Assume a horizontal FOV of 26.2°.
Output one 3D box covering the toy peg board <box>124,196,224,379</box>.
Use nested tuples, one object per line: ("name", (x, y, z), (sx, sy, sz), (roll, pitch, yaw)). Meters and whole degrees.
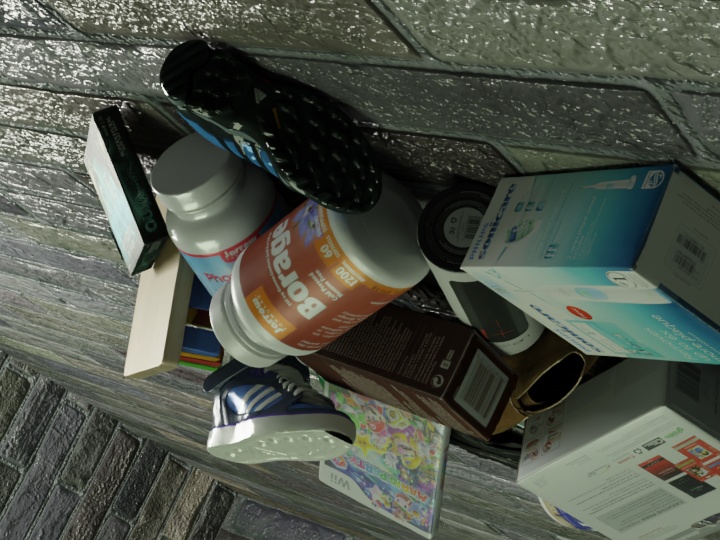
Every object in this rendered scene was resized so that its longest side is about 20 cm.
("toy peg board", (-0.164, 0.014, 1.600), (0.098, 0.200, 0.199), (11, 169, -18))

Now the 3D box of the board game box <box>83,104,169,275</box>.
("board game box", (-0.234, -0.074, 1.526), (0.135, 0.028, 0.200), (67, 165, 4))

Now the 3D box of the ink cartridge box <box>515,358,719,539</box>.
("ink cartridge box", (0.277, 0.170, 1.435), (0.176, 0.084, 0.200), (33, 137, -21))

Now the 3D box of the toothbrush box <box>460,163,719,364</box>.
("toothbrush box", (0.195, -0.002, 1.134), (0.146, 0.085, 0.200), (33, 165, -28))

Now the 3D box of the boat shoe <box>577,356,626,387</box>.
("boat shoe", (0.220, 0.099, 1.484), (0.200, 0.060, 0.072), (30, 164, -17))

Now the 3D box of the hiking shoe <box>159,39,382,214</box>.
("hiking shoe", (-0.068, -0.113, 1.234), (0.200, 0.074, 0.087), (36, 172, -2))

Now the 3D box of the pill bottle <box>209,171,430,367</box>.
("pill bottle", (-0.039, 0.005, 1.332), (0.112, 0.112, 0.200), (32, 133, -25))

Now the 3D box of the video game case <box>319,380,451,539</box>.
("video game case", (0.024, 0.166, 1.556), (0.143, 0.018, 0.200), (24, 132, 25))

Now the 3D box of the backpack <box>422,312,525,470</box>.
("backpack", (0.134, 0.126, 1.586), (0.200, 0.127, 0.167), (25, 167, 12))

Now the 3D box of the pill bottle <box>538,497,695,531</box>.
("pill bottle", (0.293, 0.234, 1.714), (0.120, 0.120, 0.200), (31, 164, -20))

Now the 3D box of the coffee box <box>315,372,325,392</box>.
("coffee box", (-0.027, 0.081, 1.624), (0.200, 0.044, 0.123), (66, 167, -16))

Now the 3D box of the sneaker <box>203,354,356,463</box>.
("sneaker", (-0.071, 0.111, 1.536), (0.081, 0.147, 0.200), (31, 151, -34))

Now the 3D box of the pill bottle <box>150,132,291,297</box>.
("pill bottle", (-0.113, -0.032, 1.447), (0.109, 0.109, 0.200), (13, 147, 39))

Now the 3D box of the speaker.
("speaker", (0.106, 0.003, 1.306), (0.081, 0.081, 0.200), (20, 164, 21))

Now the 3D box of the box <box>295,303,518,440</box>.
("box", (0.033, 0.080, 1.407), (0.200, 0.075, 0.100), (15, 162, 37))

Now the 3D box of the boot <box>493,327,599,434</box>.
("boot", (0.149, 0.107, 1.427), (0.074, 0.075, 0.200), (38, 134, -7))
